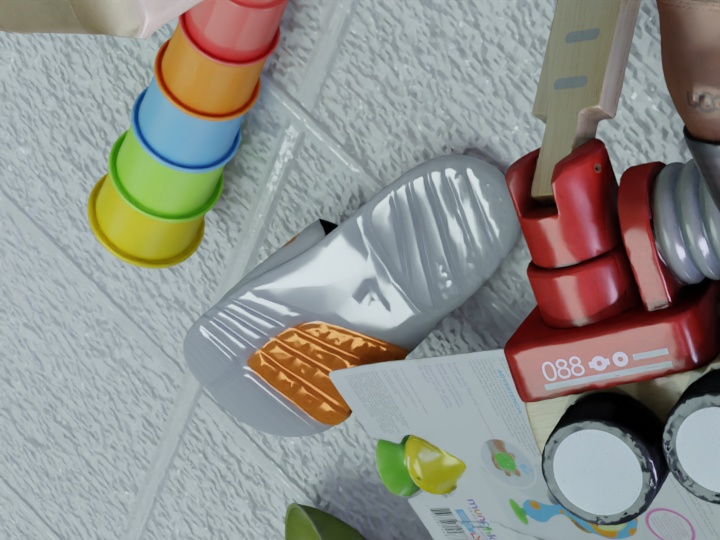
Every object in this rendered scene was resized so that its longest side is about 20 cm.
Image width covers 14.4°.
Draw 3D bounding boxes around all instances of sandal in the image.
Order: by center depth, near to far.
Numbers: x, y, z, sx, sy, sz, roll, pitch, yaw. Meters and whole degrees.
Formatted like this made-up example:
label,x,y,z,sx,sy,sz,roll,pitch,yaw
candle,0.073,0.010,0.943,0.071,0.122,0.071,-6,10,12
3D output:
label,x,y,z,sx,sy,sz,roll,pitch,yaw
sandal,0.006,0.006,1.298,0.079,0.059,0.207,48,127,-8

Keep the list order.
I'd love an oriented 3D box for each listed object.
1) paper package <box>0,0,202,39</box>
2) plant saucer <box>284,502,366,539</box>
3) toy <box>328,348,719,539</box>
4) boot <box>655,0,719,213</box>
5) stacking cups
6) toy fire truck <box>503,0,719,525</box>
label,x,y,z,sx,sy,sz,roll,pitch,yaw
paper package,-0.069,-0.199,0.933,0.103,0.190,0.200,4,122,51
plant saucer,0.006,0.211,1.443,0.200,0.031,0.201,165,90,-79
toy,0.092,0.069,1.243,0.200,0.047,0.115,-10,121,40
boot,0.168,-0.128,0.913,0.188,0.068,0.200,-11,112,29
stacking cups,-0.072,-0.079,1.318,0.061,0.060,0.200,46,142,11
toy fire truck,0.133,-0.031,1.052,0.176,0.129,0.200,-12,107,28
